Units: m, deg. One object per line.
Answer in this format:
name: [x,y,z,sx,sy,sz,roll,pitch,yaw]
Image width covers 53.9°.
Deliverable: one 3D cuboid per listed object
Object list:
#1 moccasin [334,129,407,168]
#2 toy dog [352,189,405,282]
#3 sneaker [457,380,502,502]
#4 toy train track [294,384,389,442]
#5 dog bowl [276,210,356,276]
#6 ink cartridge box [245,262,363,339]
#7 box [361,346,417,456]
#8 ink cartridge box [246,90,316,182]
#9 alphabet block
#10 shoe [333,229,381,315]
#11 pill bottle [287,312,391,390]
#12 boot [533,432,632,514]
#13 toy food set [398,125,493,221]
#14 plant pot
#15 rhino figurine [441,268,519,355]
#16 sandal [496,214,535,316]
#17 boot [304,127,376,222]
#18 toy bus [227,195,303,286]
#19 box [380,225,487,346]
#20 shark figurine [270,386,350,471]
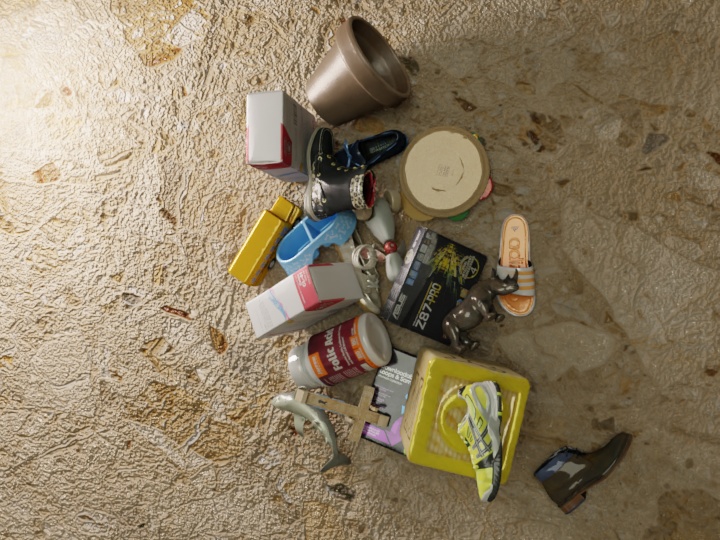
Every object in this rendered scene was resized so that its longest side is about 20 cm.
moccasin: [0.001,-0.258,1.525,0.198,0.068,0.081,-27,80,14]
toy dog: [0.041,-0.071,1.488,0.130,0.096,0.203,10,71,-14]
sneaker: [0.205,0.293,1.220,0.075,0.075,0.203,-1,79,6]
toy train track: [-0.035,0.281,1.437,0.198,0.033,0.116,18,85,-8]
dog bowl: [-0.100,-0.071,1.518,0.200,0.050,0.112,-41,38,9]
ink cartridge box: [-0.116,0.061,1.459,0.199,0.147,0.087,-28,77,34]
box: [0.087,0.274,1.480,0.141,0.036,0.202,18,88,15]
ink cartridge box: [-0.163,-0.276,1.495,0.084,0.200,0.150,-2,85,15]
alphabet block: [0.190,0.265,1.348,0.193,0.200,0.199,12,90,0]
shoe: [0.000,0.000,1.503,0.053,0.070,0.202,-31,76,30]
pill bottle: [-0.045,0.173,1.471,0.198,0.114,0.115,-25,80,24]
boot: [0.427,0.366,1.364,0.097,0.075,0.200,41,98,11]
toy food set: [0.178,-0.203,1.486,0.195,0.049,0.203,-2,85,14]
plant pot: [-0.018,-0.401,1.498,0.174,0.199,0.202,-33,78,29]
rhino figurine: [0.238,0.070,1.395,0.200,0.060,0.087,-48,53,5]
sandal: [0.309,-0.012,1.431,0.078,0.059,0.210,-3,85,15]
boot: [-0.037,-0.207,1.460,0.152,0.073,0.206,-5,74,34]
toy bus: [-0.208,-0.066,1.561,0.065,0.078,0.201,33,94,14]
box: [0.150,0.032,1.435,0.160,0.049,0.202,23,92,-21]
shark figurine: [-0.083,0.311,1.494,0.214,0.089,0.129,45,126,14]
